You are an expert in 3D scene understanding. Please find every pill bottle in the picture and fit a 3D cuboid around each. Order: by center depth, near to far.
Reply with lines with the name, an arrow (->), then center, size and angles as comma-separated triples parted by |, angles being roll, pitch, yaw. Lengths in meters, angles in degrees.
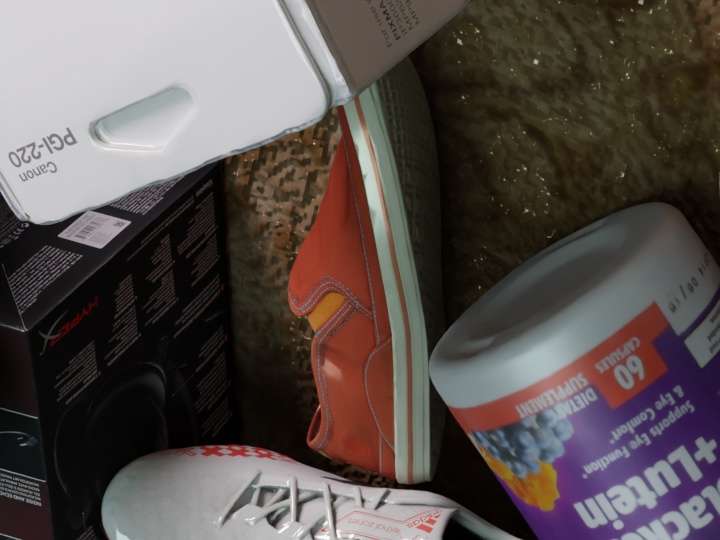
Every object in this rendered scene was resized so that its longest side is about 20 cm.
pill bottle -> 0.123, 0.085, 0.808 | 0.111, 0.111, 0.200 | -27, 102, 39

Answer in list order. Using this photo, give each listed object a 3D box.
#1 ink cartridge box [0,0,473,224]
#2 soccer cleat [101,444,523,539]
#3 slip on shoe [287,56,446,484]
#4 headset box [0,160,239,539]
ink cartridge box -> -0.028, -0.106, 0.722 | 0.145, 0.200, 0.085 | -18, 108, 37
soccer cleat -> -0.004, 0.111, 0.881 | 0.199, 0.069, 0.085 | 18, 158, -16
slip on shoe -> 0.000, 0.000, 0.853 | 0.061, 0.074, 0.201 | 4, 127, 10
headset box -> -0.118, 0.065, 0.917 | 0.077, 0.149, 0.201 | 14, 125, 23
